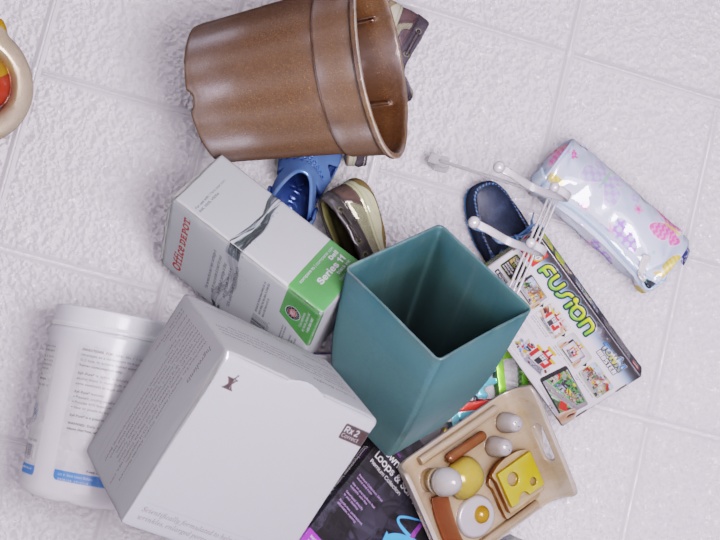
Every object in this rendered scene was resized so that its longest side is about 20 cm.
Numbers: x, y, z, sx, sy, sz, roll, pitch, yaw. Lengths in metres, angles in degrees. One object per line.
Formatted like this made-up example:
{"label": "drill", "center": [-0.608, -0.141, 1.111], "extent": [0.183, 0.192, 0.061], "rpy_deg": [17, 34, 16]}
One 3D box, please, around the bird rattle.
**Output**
{"label": "bird rattle", "center": [-0.426, -0.189, 1.480], "extent": [0.163, 0.113, 0.201], "rpy_deg": [-26, 94, -28]}

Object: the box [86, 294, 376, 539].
{"label": "box", "center": [-0.129, 0.165, 1.378], "extent": [0.198, 0.131, 0.201], "rpy_deg": [28, 99, -35]}

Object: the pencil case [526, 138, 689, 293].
{"label": "pencil case", "center": [0.287, -0.062, 1.614], "extent": [0.200, 0.083, 0.091], "rpy_deg": [42, 58, -5]}

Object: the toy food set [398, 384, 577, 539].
{"label": "toy food set", "center": [0.145, 0.238, 1.536], "extent": [0.199, 0.060, 0.144], "rpy_deg": [-30, 102, -28]}

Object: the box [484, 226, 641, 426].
{"label": "box", "center": [0.214, 0.064, 1.552], "extent": [0.110, 0.035, 0.200], "rpy_deg": [-35, 95, 18]}

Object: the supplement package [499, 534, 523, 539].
{"label": "supplement package", "center": [0.138, 0.418, 1.538], "extent": [0.199, 0.111, 0.156], "rpy_deg": [-30, 92, -11]}

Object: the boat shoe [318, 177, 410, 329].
{"label": "boat shoe", "center": [0.000, 0.000, 1.548], "extent": [0.065, 0.073, 0.201], "rpy_deg": [-22, 96, -30]}

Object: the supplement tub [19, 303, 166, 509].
{"label": "supplement tub", "center": [-0.279, 0.145, 1.465], "extent": [0.131, 0.132, 0.201], "rpy_deg": [12, 84, -10]}

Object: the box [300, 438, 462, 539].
{"label": "box", "center": [0.019, 0.277, 1.511], "extent": [0.143, 0.036, 0.200], "rpy_deg": [51, 60, -20]}

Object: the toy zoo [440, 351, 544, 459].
{"label": "toy zoo", "center": [0.109, 0.164, 1.596], "extent": [0.199, 0.020, 0.132], "rpy_deg": [-5, 88, -11]}

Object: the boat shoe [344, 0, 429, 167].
{"label": "boat shoe", "center": [0.030, -0.210, 1.582], "extent": [0.064, 0.072, 0.201], "rpy_deg": [16, 77, -5]}

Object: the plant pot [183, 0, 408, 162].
{"label": "plant pot", "center": [-0.069, -0.204, 1.461], "extent": [0.197, 0.200, 0.202], "rpy_deg": [-7, 87, 15]}

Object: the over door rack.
{"label": "over door rack", "center": [0.117, -0.048, 1.527], "extent": [0.067, 0.199, 0.148], "rpy_deg": [34, 78, -48]}

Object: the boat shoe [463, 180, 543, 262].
{"label": "boat shoe", "center": [0.189, -0.016, 1.599], "extent": [0.084, 0.069, 0.201], "rpy_deg": [-31, 93, -12]}

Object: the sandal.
{"label": "sandal", "center": [-0.066, -0.103, 1.548], "extent": [0.079, 0.087, 0.201], "rpy_deg": [16, 81, -8]}

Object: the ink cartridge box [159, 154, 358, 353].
{"label": "ink cartridge box", "center": [-0.109, -0.007, 1.475], "extent": [0.200, 0.147, 0.083], "rpy_deg": [38, 60, 7]}

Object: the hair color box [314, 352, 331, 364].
{"label": "hair color box", "center": [-0.062, 0.192, 1.540], "extent": [0.109, 0.065, 0.201], "rpy_deg": [-1, 88, -12]}

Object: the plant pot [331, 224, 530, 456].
{"label": "plant pot", "center": [0.054, 0.087, 1.448], "extent": [0.141, 0.201, 0.141], "rpy_deg": [-24, 58, -38]}
